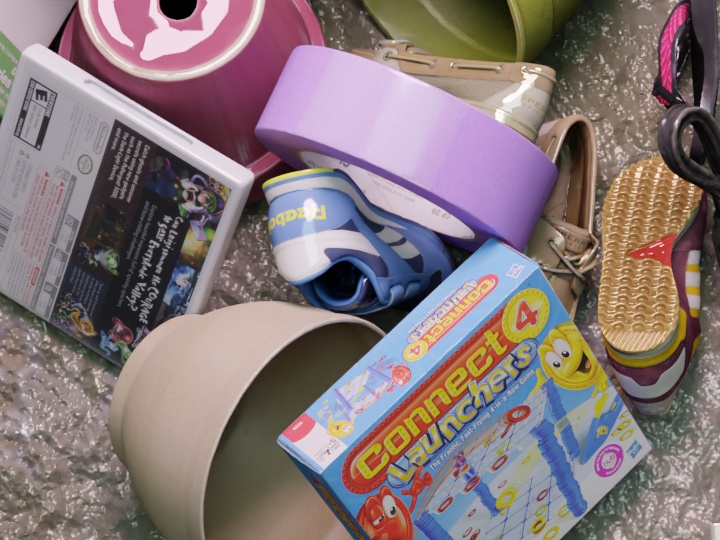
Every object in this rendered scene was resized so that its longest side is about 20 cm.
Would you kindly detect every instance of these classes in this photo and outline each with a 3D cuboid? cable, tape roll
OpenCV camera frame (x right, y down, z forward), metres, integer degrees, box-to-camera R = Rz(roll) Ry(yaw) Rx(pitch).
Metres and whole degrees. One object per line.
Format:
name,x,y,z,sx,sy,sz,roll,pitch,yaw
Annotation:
cable,0.268,-0.042,1.595,0.097,0.200,0.050,-40,40,-21
tape roll,0.031,-0.079,1.563,0.200,0.200,0.066,25,84,9

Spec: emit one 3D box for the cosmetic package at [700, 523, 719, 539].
cosmetic package,0.286,0.271,1.539,0.104,0.073,0.200,-3,74,1

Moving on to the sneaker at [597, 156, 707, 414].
sneaker,0.207,0.008,1.629,0.075,0.090,0.200,2,47,19

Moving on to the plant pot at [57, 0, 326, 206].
plant pot,-0.124,-0.160,1.629,0.200,0.179,0.200,-1,72,2

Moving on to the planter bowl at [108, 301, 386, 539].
planter bowl,-0.083,0.105,1.553,0.135,0.200,0.200,23,73,35

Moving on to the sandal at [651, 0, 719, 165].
sandal,0.234,-0.161,1.670,0.045,0.075,0.200,2,61,1

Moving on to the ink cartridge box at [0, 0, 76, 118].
ink cartridge box,-0.278,-0.229,1.682,0.145,0.084,0.200,21,73,32

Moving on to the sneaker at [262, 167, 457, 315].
sneaker,0.000,0.000,1.575,0.074,0.200,0.082,-21,60,29

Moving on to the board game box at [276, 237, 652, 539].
board game box,0.074,0.115,1.534,0.200,0.196,0.056,-43,38,-10

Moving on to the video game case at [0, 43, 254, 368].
video game case,-0.179,-0.033,1.599,0.182,0.200,0.023,32,37,11

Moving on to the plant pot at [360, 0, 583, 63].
plant pot,0.111,-0.261,1.660,0.193,0.200,0.200,-38,75,-22

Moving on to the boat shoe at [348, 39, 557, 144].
boat shoe,0.058,-0.132,1.629,0.201,0.073,0.063,22,84,52

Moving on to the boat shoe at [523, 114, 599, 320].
boat shoe,0.130,-0.015,1.622,0.071,0.065,0.200,16,68,-33
